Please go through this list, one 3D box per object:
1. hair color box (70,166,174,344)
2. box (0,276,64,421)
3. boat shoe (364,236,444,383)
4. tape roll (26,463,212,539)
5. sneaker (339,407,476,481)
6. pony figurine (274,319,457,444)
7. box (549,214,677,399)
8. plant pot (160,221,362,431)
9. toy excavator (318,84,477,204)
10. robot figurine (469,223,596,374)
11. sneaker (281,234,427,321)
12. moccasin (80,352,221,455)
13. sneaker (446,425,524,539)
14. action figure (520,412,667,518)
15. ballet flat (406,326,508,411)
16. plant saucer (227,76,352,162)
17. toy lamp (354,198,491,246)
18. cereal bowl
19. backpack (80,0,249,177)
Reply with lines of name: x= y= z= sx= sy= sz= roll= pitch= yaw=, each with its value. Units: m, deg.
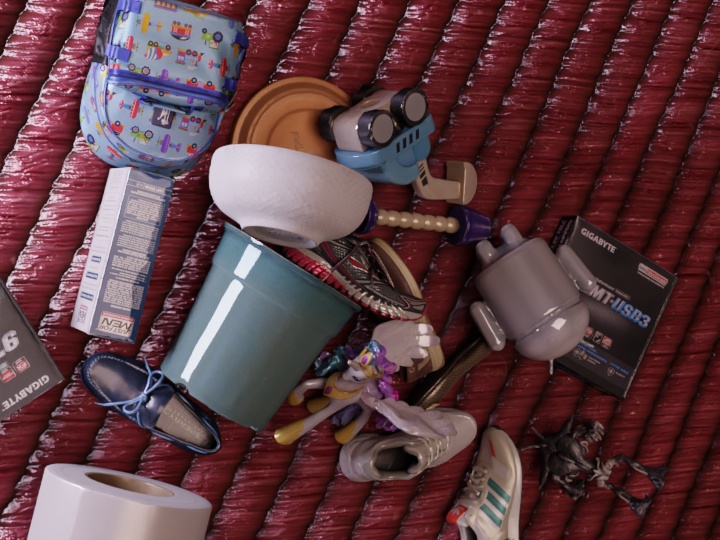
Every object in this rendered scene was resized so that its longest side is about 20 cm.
hair color box: x=-0.285 y=-0.019 z=1.517 sx=0.060 sy=0.100 sz=0.201 roll=15 pitch=87 yaw=-24
box: x=-0.472 y=0.115 z=1.472 sx=0.199 sy=0.046 sz=0.160 roll=-34 pitch=105 yaw=-19
boat shoe: x=0.043 y=0.056 z=1.681 sx=0.072 sy=0.072 sz=0.201 roll=-28 pitch=107 yaw=-18
tape roll: x=-0.286 y=0.317 z=1.479 sx=0.202 sy=0.202 sz=0.140 roll=16 pitch=86 yaw=-23
sneaker: x=0.078 y=0.241 z=1.686 sx=0.199 sy=0.099 sz=0.078 roll=-18 pitch=100 yaw=-22
pony figurine: x=0.010 y=0.154 z=1.601 sx=0.192 sy=0.200 sz=0.167 roll=7 pitch=56 yaw=-41
box: x=0.335 y=0.053 z=1.818 sx=0.199 sy=0.050 sz=0.199 roll=30 pitch=82 yaw=-22
plant pot: x=-0.132 y=0.076 z=1.549 sx=0.200 sy=0.200 sz=0.197 roll=32 pitch=88 yaw=-21
toy excavator: x=0.059 y=-0.147 z=1.653 sx=0.194 sy=0.100 sz=0.201 roll=-36 pitch=122 yaw=-33
robot figurine: x=0.231 y=0.036 z=1.702 sx=0.169 sy=0.113 sz=0.201 roll=-32 pitch=82 yaw=5
sneaker: x=0.000 y=0.000 z=1.612 sx=0.199 sy=0.081 sz=0.075 roll=32 pitch=91 yaw=-2
moccasin: x=-0.248 y=0.160 z=1.559 sx=0.199 sy=0.068 sz=0.081 roll=31 pitch=80 yaw=-21
sneaker: x=0.167 y=0.316 z=1.744 sx=0.093 sy=0.070 sz=0.201 roll=-1 pitch=93 yaw=-24
action figure: x=0.325 y=0.276 z=1.799 sx=0.199 sy=0.102 sz=0.119 roll=25 pitch=91 yaw=4
ballet flat: x=0.136 y=0.136 z=1.728 sx=0.200 sy=0.067 sz=0.046 roll=-44 pitch=100 yaw=-22
plant saucer: x=-0.073 y=-0.151 z=1.640 sx=0.199 sy=0.032 sz=0.202 roll=-1 pitch=92 yaw=-23
toy lamp: x=0.086 y=-0.066 z=1.693 sx=0.199 sy=0.058 sz=0.059 roll=7 pitch=90 yaw=-30
cereal bowl: x=-0.088 y=-0.079 z=1.507 sx=0.199 sy=0.200 sz=0.084 roll=17 pitch=77 yaw=-23
backpack: x=-0.239 y=-0.215 z=1.512 sx=0.182 sy=0.134 sz=0.201 roll=16 pitch=89 yaw=-22
